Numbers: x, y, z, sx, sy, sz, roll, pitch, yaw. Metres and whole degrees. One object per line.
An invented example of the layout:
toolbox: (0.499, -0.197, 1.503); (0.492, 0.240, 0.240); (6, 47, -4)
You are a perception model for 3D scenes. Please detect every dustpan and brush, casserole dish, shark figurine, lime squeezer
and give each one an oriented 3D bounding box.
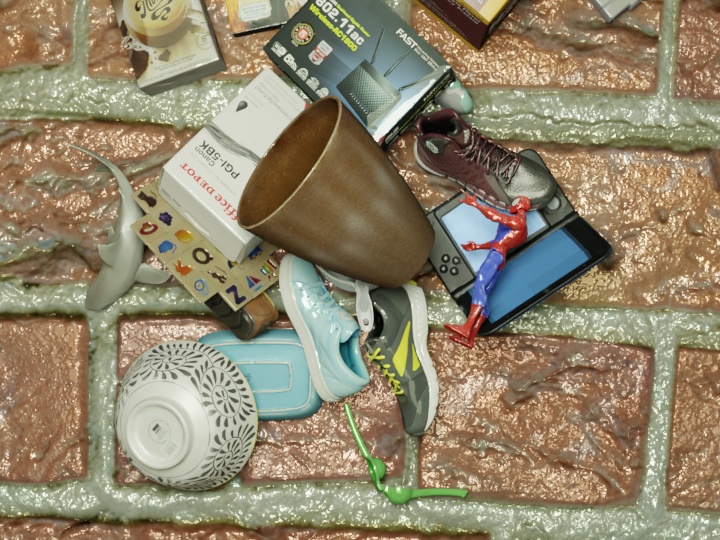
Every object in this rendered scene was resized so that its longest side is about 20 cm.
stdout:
dustpan and brush: (0.000, 0.000, 1.538); (0.138, 0.057, 0.201); (-8, 59, 1)
casserole dish: (-0.137, 0.139, 1.598); (0.198, 0.039, 0.122); (-1, 89, 2)
shark figurine: (-0.317, -0.052, 1.564); (0.127, 0.089, 0.217); (3, 95, 27)
lime squeezer: (0.041, 0.259, 1.592); (0.199, 0.038, 0.071); (36, 90, 2)

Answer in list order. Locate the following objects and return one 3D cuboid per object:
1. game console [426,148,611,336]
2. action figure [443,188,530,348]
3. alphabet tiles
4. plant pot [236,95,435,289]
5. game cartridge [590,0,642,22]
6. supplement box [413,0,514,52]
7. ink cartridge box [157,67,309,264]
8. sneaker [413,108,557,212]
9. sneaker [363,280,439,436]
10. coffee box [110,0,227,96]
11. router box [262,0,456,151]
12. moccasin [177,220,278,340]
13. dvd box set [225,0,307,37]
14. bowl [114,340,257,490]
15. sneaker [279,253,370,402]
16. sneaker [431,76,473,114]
game console: (0.188, -0.040, 1.551); (0.199, 0.118, 0.171); (-33, 89, 0)
action figure: (0.140, -0.016, 1.506); (0.098, 0.065, 0.201); (26, 75, 19)
alphabet tiles: (-0.193, -0.045, 1.557); (0.200, 0.006, 0.166); (47, 48, 5)
plant pot: (-0.012, -0.072, 1.446); (0.199, 0.187, 0.187); (36, 90, -23)
game cartridge: (0.365, -0.433, 1.594); (0.200, 0.038, 0.130); (-39, 92, 1)
supplement box: (0.119, -0.400, 1.515); (0.197, 0.200, 0.133); (40, 91, 2)
ink cartridge box: (-0.138, -0.133, 1.545); (0.147, 0.083, 0.200); (42, 69, 1)
sneaker: (0.150, -0.142, 1.530); (0.199, 0.116, 0.076); (21, 75, 18)
sneaker: (0.044, 0.115, 1.567); (0.084, 0.074, 0.202); (-3, 80, -25)
coffee box: (-0.261, -0.344, 1.584); (0.112, 0.080, 0.202); (-19, 89, 2)
router box: (-0.001, -0.259, 1.521); (0.150, 0.062, 0.200); (-46, 80, 2)
moccasin: (-0.185, -0.002, 1.580); (0.201, 0.078, 0.074); (42, 129, 11)
dvd box set: (-0.118, -0.421, 1.607); (0.145, 0.029, 0.202); (-10, 90, 1)
bowl: (-0.239, 0.196, 1.545); (0.199, 0.094, 0.203); (3, 99, 17)
sneaker: (-0.037, 0.064, 1.564); (0.081, 0.074, 0.202); (-21, 91, 32)
sneaker: (0.037, -0.226, 1.583); (0.199, 0.078, 0.140); (36, 92, 11)
